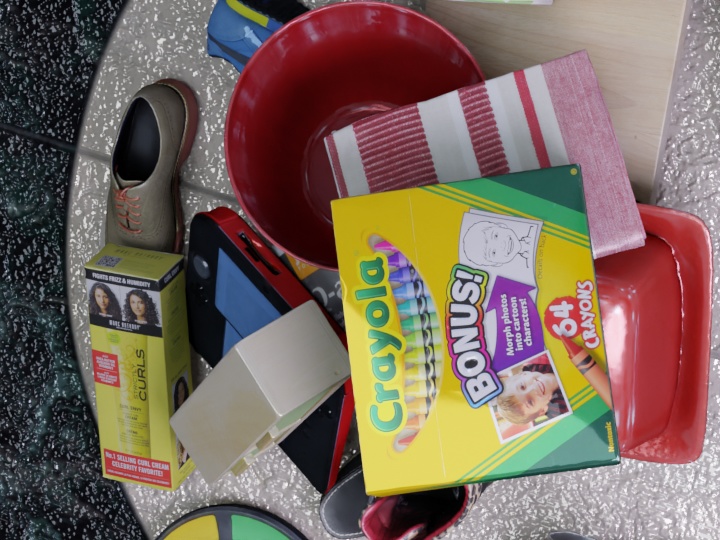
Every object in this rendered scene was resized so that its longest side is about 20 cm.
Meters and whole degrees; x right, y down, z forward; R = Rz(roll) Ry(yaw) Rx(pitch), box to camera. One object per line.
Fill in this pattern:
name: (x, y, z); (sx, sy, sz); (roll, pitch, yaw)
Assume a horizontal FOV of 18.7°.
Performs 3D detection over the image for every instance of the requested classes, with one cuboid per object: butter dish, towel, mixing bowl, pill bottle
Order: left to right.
pill bottle: (0.000, 0.000, 1.711); (0.116, 0.116, 0.201); (-31, 86, 23)
mixing bowl: (0.005, -0.086, 1.609); (0.198, 0.108, 0.202); (-1, 78, 5)
towel: (0.086, -0.058, 1.528); (0.198, 0.023, 0.145); (-17, 78, 5)
butter dish: (0.140, 0.057, 1.562); (0.198, 0.148, 0.202); (10, 114, 25)

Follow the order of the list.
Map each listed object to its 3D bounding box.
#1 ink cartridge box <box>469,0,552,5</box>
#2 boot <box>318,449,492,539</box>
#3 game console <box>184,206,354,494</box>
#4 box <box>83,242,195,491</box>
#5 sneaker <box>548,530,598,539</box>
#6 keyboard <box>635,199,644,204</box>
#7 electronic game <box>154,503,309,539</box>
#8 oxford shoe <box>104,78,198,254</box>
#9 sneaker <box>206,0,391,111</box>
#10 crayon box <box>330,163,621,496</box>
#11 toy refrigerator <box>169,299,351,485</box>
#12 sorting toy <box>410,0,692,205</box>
ink cartridge box: (0.033, -0.233, 1.587); (0.198, 0.117, 0.068); (7, 98, 21)
boot: (0.033, 0.174, 1.700); (0.199, 0.151, 0.074); (-23, 95, 23)
game console: (-0.075, 0.062, 1.729); (0.200, 0.031, 0.178); (48, 145, 26)
box: (-0.181, 0.081, 1.803); (0.075, 0.050, 0.202); (10, 120, 20)
sneaker: (0.188, 0.288, 1.665); (0.103, 0.060, 0.201); (4, 125, 4)
keyboard: (0.185, 0.035, 1.639); (0.103, 0.040, 0.201); (23, 129, 17)
electronic game: (-0.103, 0.296, 1.837); (0.198, 0.042, 0.202); (3, 98, 22)
oxford shoe: (-0.188, -0.058, 1.802); (0.070, 0.075, 0.202); (12, 102, 20)
sneaker: (-0.038, -0.153, 1.737); (0.199, 0.066, 0.079); (33, 120, 15)
crayon box: (0.078, 0.042, 1.473); (0.171, 0.058, 0.202); (-8, 82, 6)
toy refrigerator: (-0.075, 0.098, 1.657); (0.070, 0.076, 0.200); (57, 153, 6)
sorting toy: (0.148, -0.156, 1.651); (0.198, 0.069, 0.201); (14, 103, 21)
